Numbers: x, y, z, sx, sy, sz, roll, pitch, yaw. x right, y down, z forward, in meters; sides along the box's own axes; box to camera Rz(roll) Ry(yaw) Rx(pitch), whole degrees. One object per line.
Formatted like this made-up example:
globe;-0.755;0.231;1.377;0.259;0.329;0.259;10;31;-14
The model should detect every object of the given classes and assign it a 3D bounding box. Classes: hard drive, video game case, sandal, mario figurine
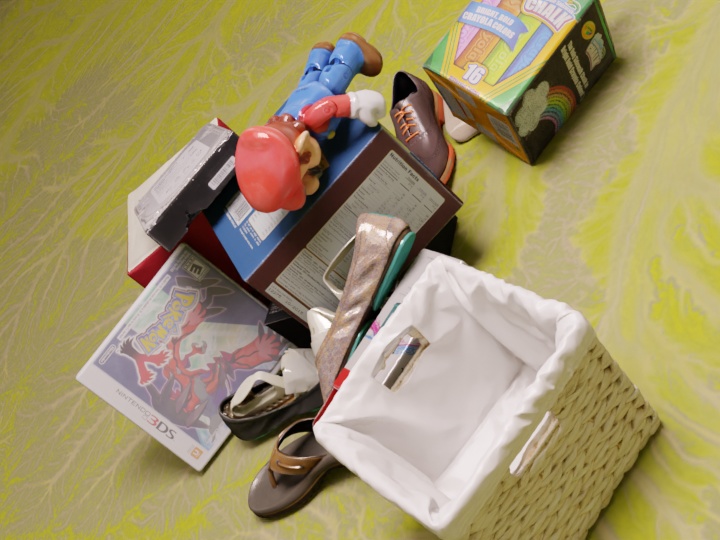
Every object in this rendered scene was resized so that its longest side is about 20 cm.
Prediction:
hard drive;-0.189;-0.098;1.188;0.140;0.038;0.200;-50;18;-2
video game case;-0.196;0.101;1.251;0.200;0.182;0.023;-52;10;-4
sandal;-0.055;0.186;1.106;0.200;0.054;0.082;-36;32;35
mario figurine;-0.046;-0.128;1.033;0.201;0.106;0.124;-60;-1;-29

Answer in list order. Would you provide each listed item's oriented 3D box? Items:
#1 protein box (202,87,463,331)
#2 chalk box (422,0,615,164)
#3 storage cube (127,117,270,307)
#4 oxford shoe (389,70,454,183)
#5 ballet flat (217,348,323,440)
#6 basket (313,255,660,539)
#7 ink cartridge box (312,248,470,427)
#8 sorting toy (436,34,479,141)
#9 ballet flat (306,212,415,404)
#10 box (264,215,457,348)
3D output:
protein box;-0.038;-0.071;1.133;0.200;0.135;0.199;-47;35;5
chalk box;0.185;-0.243;1.159;0.124;0.125;0.200;36;86;30
storage cube;-0.172;-0.045;1.357;0.171;0.180;0.201;-37;35;18
oxford shoe;0.063;-0.163;1.296;0.071;0.072;0.201;-32;38;23
ballet flat;-0.078;0.129;1.183;0.199;0.068;0.068;-33;37;23
basket;0.107;0.126;0.896;0.199;0.161;0.200;-54;34;-7
ink cartridge box;0.057;0.096;1.020;0.067;0.116;0.201;20;74;54
sorting toy;0.170;-0.269;1.309;0.185;0.036;0.201;-32;39;25
ballet flat;-0.012;0.035;1.044;0.067;0.068;0.201;25;100;13
box;0.000;0.000;1.210;0.199;0.079;0.142;-16;50;40
